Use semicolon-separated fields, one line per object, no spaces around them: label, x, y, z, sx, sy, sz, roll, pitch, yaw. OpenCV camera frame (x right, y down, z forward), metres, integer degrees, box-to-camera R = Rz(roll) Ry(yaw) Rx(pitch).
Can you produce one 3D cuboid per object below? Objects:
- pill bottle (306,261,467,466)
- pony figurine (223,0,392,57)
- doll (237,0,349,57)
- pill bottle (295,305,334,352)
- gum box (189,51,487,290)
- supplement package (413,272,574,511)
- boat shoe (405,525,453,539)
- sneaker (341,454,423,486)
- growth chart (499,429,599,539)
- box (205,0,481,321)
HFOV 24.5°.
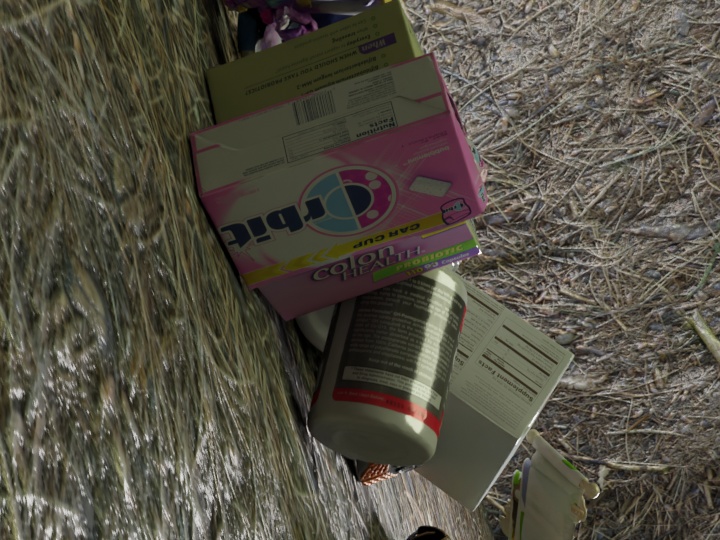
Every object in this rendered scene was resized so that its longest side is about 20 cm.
pill bottle;0.029;0.052;1.390;0.111;0.109;0.202;65;36;-62
pony figurine;-0.064;-0.253;1.526;0.193;0.198;0.168;-53;135;-65
doll;-0.068;-0.246;1.647;0.200;0.137;0.048;42;6;10
pill bottle;0.000;0.000;1.568;0.200;0.115;0.117;-78;151;-72
gum box;-0.011;-0.072;1.207;0.114;0.198;0.067;66;9;-50
supplement package;0.097;0.121;1.639;0.155;0.111;0.200;34;-27;8
boat shoe;0.079;0.304;1.745;0.072;0.072;0.200;45;-15;-1
sneaker;0.013;0.141;1.594;0.200;0.075;0.093;67;4;-66
growth chart;0.166;0.249;1.533;0.145;0.018;0.202;-130;-138;-57
box;-0.015;-0.089;1.353;0.097;0.174;0.202;56;17;-60
